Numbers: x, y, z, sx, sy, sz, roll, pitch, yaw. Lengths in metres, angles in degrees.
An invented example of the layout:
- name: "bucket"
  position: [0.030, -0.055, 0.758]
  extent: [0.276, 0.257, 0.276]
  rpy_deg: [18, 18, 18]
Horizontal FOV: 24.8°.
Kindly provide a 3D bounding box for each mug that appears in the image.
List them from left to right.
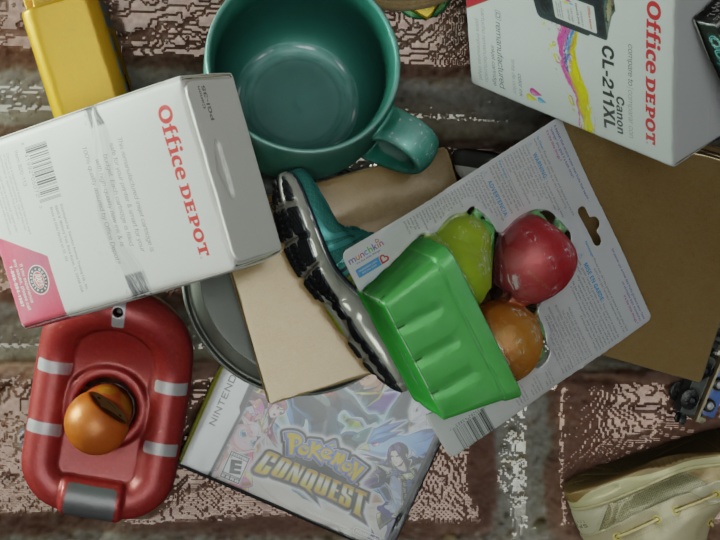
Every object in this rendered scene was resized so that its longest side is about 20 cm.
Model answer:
- name: "mug"
  position: [-0.042, -0.135, 1.300]
  extent: [0.152, 0.114, 0.185]
  rpy_deg: [-23, 80, -11]

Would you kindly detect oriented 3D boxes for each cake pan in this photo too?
- name: "cake pan"
  position: [-0.047, 0.003, 1.350]
  extent: [0.200, 0.037, 0.201]
  rpy_deg: [1, 85, -8]

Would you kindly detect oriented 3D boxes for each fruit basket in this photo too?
- name: "fruit basket"
  position: [0.104, 0.012, 1.233]
  extent: [0.200, 0.094, 0.185]
  rpy_deg: [-35, 111, -18]

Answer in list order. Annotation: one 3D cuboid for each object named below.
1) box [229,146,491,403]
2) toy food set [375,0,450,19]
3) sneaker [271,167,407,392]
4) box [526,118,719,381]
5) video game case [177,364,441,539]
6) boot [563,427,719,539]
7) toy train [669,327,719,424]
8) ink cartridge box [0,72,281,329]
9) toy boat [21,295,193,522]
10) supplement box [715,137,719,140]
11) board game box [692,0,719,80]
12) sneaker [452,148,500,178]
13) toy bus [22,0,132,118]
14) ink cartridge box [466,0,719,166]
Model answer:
- name: "box"
  position: [-0.002, 0.004, 1.325]
  extent: [0.200, 0.021, 0.164]
  rpy_deg: [-16, 88, -9]
- name: "toy food set"
  position: [0.028, -0.308, 1.330]
  extent: [0.200, 0.049, 0.198]
  rpy_deg: [33, 95, -6]
- name: "sneaker"
  position: [0.000, 0.000, 1.284]
  extent: [0.080, 0.077, 0.200]
  rpy_deg: [-38, 102, -15]
- name: "box"
  position: [0.213, -0.017, 1.281]
  extent: [0.163, 0.021, 0.200]
  rpy_deg: [16, 123, 10]
- name: "video game case"
  position: [-0.029, 0.122, 1.392]
  extent: [0.200, 0.026, 0.181]
  rpy_deg: [24, 95, -4]
- name: "boot"
  position: [0.288, 0.224, 1.390]
  extent: [0.200, 0.073, 0.156]
  rpy_deg: [-17, 97, 2]
- name: "toy train"
  position: [0.318, 0.042, 1.391]
  extent: [0.046, 0.034, 0.200]
  rpy_deg: [22, 95, -17]
- name: "ink cartridge box"
  position: [-0.175, -0.052, 1.232]
  extent: [0.200, 0.083, 0.147]
  rpy_deg: [-15, 92, 26]
- name: "toy boat"
  position: [-0.209, 0.113, 1.332]
  extent: [0.130, 0.131, 0.200]
  rpy_deg: [9, 97, -3]
- name: "supplement box"
  position: [0.287, -0.220, 1.305]
  extent: [0.200, 0.134, 0.200]
  rpy_deg: [-22, 97, 1]
- name: "board game box"
  position: [0.326, -0.181, 1.133]
  extent: [0.200, 0.028, 0.135]
  rpy_deg: [-44, 123, -14]
- name: "sneaker"
  position: [0.158, -0.026, 1.349]
  extent: [0.201, 0.067, 0.108]
  rpy_deg: [17, 96, -15]
- name: "toy bus"
  position: [-0.224, -0.160, 1.325]
  extent: [0.065, 0.078, 0.200]
  rpy_deg: [-16, 97, 0]
- name: "ink cartridge box"
  position: [0.175, -0.183, 1.185]
  extent: [0.083, 0.200, 0.146]
  rpy_deg: [-32, 132, -31]
